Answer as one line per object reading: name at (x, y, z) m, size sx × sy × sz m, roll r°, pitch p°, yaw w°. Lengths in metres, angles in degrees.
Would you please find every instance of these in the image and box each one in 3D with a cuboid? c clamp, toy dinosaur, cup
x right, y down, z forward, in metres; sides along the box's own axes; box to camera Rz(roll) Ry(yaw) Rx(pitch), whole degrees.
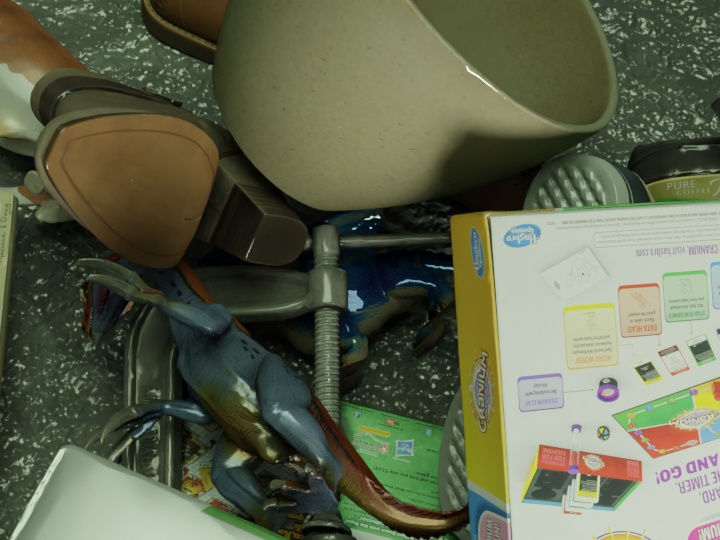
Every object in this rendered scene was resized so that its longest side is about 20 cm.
c clamp at (-0.040, 0.069, 1.017) m, size 0.170 × 0.027 × 0.201 m, roll 3°, pitch 73°, yaw 8°
toy dinosaur at (-0.067, 0.061, 0.994) m, size 0.199 × 0.105 × 0.182 m, roll 15°, pitch 38°, yaw -31°
cup at (0.010, -0.111, 1.009) m, size 0.200 × 0.143 × 0.201 m, roll 35°, pitch 34°, yaw -27°

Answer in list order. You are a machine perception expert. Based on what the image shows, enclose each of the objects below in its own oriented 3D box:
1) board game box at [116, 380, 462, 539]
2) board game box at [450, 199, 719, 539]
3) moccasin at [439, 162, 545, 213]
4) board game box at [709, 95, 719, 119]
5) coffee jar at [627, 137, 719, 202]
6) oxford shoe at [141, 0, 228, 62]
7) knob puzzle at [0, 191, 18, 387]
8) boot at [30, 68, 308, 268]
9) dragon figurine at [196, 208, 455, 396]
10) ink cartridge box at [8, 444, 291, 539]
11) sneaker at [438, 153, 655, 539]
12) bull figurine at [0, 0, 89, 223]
board game box at (-0.025, 0.114, 1.041) m, size 0.199 × 0.024 × 0.105 m, roll 14°, pitch 59°, yaw 6°
board game box at (0.122, 0.070, 0.936) m, size 0.152 × 0.040 × 0.201 m, roll -3°, pitch 89°, yaw -23°
moccasin at (0.057, -0.081, 1.115) m, size 0.201 × 0.074 × 0.078 m, roll 36°, pitch 102°, yaw 11°
board game box at (0.279, -0.025, 1.070) m, size 0.135 × 0.028 × 0.201 m, roll -21°, pitch 75°, yaw -48°
coffee jar at (0.192, 0.023, 1.066) m, size 0.104 × 0.085 × 0.201 m, roll -2°, pitch 60°, yaw 3°
oxford shoe at (-0.034, -0.143, 1.165) m, size 0.199 × 0.071 × 0.072 m, roll 18°, pitch 58°, yaw 6°
knob puzzle at (-0.281, 0.041, 1.040) m, size 0.218 × 0.030 × 0.221 m, roll -3°, pitch 72°, yaw 10°
boot at (-0.119, -0.060, 1.004) m, size 0.146 × 0.200 × 0.070 m, roll 37°, pitch 97°, yaw 39°
dragon figurine at (0.000, 0.000, 1.082) m, size 0.199 × 0.059 × 0.100 m, roll -28°, pitch 73°, yaw -9°
ink cartridge box at (-0.075, 0.173, 0.903) m, size 0.145 × 0.200 × 0.085 m, roll 22°, pitch 64°, yaw 11°
sneaker at (0.104, 0.044, 1.014) m, size 0.078 × 0.079 × 0.201 m, roll 24°, pitch 99°, yaw 33°
bull figurine at (-0.200, -0.102, 1.121) m, size 0.200 × 0.065 × 0.121 m, roll 37°, pitch 39°, yaw 12°
